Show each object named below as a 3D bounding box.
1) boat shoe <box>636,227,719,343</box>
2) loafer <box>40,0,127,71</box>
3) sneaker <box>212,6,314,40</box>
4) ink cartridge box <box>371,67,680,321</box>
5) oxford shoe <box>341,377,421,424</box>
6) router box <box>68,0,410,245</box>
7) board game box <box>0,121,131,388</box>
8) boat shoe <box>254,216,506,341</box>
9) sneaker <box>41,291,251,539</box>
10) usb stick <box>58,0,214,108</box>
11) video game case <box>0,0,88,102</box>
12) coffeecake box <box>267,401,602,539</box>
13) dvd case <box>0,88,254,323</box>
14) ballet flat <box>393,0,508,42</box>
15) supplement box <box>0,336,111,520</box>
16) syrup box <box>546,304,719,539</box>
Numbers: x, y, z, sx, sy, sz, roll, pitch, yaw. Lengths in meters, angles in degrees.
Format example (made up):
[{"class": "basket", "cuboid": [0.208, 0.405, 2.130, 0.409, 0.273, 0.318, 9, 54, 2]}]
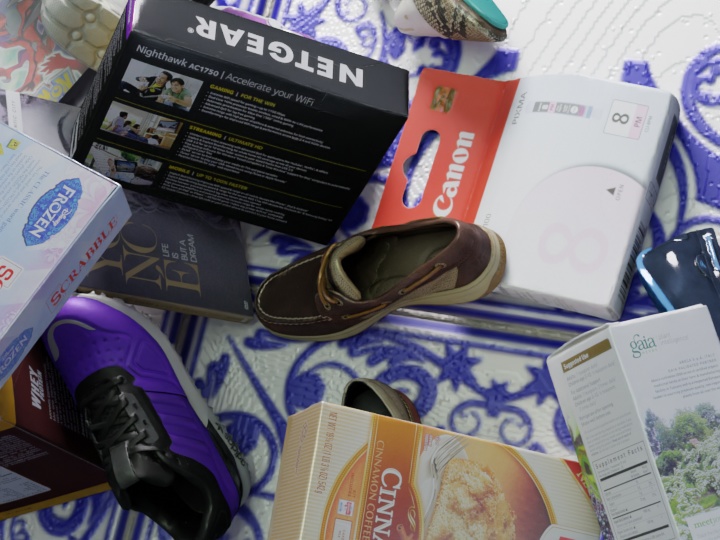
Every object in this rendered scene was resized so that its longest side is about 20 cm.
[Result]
[{"class": "boat shoe", "cuboid": [0.253, 0.051, 1.146, 0.069, 0.084, 0.200, -32, 67, 2]}, {"class": "loafer", "cuboid": [-0.147, -0.147, 1.295, 0.070, 0.200, 0.070, -41, 28, 15]}, {"class": "sneaker", "cuboid": [-0.076, -0.162, 1.314, 0.200, 0.114, 0.073, 27, 83, 27]}, {"class": "ink cartridge box", "cuboid": [0.108, -0.064, 1.254, 0.200, 0.057, 0.163, 14, 77, 18]}, {"class": "oxford shoe", "cuboid": [0.019, 0.167, 1.189, 0.070, 0.075, 0.200, -22, 66, 11]}, {"class": "router box", "cuboid": [-0.085, -0.102, 1.225, 0.200, 0.149, 0.051, 16, 48, -18]}, {"class": "board game box", "cuboid": [-0.277, -0.010, 1.079, 0.199, 0.041, 0.200, 28, 69, 18]}, {"class": "boat shoe", "cuboid": [0.000, 0.000, 1.239, 0.200, 0.072, 0.072, -10, 67, 32]}, {"class": "sneaker", "cuboid": [-0.150, 0.106, 1.199, 0.070, 0.100, 0.200, -32, 104, 25]}, {"class": "usb stick", "cuboid": [-0.157, -0.181, 1.348, 0.200, 0.033, 0.055, -46, 25, 9]}, {"class": "video game case", "cuboid": [-0.275, -0.164, 1.432, 0.200, 0.023, 0.182, -46, 64, 0]}, {"class": "coffeecake box", "cuboid": [0.044, 0.182, 1.119, 0.200, 0.073, 0.154, 14, 73, -17]}, {"class": "dvd case", "cuboid": [-0.169, -0.044, 1.265, 0.016, 0.200, 0.149, -36, 54, 42]}, {"class": "ballet flat", "cuboid": [0.043, -0.224, 1.329, 0.075, 0.068, 0.200, -43, 56, 25]}, {"class": "supplement box", "cuboid": [-0.276, 0.055, 1.259, 0.133, 0.200, 0.198, -17, 68, 13]}, {"class": "syrup box", "cuboid": [0.195, 0.129, 1.105, 0.079, 0.081, 0.200, -11, 75, -29]}]
